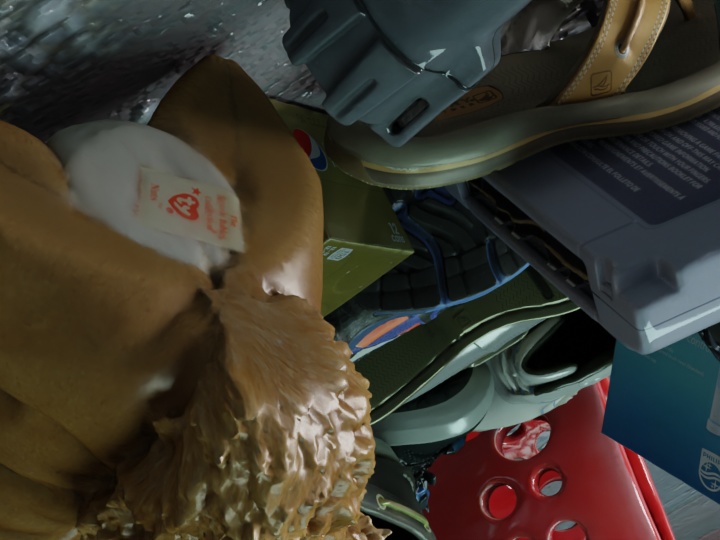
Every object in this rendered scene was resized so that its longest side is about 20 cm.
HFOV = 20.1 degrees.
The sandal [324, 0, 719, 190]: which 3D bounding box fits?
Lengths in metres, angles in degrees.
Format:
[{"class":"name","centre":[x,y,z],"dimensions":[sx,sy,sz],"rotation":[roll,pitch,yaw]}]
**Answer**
[{"class":"sandal","centre":[0.078,-0.083,0.754],"dimensions":[0.198,0.080,0.054],"rotation":[-17,118,-18]}]

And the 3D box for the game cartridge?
[{"class":"game cartridge","centre":[0.116,-0.040,0.756],"dimensions":[0.132,0.200,0.041],"rotation":[-26,118,-9]}]

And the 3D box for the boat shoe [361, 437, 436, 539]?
[{"class":"boat shoe","centre":[-0.046,0.109,0.910],"dimensions":[0.200,0.060,0.072],"rotation":[7,124,-43]}]

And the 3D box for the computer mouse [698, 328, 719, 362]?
[{"class":"computer mouse","centre":[0.210,0.027,0.866],"dimensions":[0.199,0.034,0.059],"rotation":[7,107,-43]}]

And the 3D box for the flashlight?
[{"class":"flashlight","centre":[0.048,-0.120,0.609],"dimensions":[0.068,0.068,0.200],"rotation":[20,141,-32]}]

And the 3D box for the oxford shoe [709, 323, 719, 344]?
[{"class":"oxford shoe","centre":[0.224,-0.036,0.794],"dimensions":[0.084,0.073,0.200],"rotation":[6,-130,53]}]

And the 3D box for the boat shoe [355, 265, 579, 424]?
[{"class":"boat shoe","centre":[0.056,0.002,0.958],"dimensions":[0.199,0.075,0.068],"rotation":[-30,-178,1]}]

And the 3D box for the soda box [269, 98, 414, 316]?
[{"class":"soda box","centre":[-0.081,0.018,0.794],"dimensions":[0.199,0.064,0.068],"rotation":[-35,160,23]}]

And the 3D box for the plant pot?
[{"class":"plant pot","centre":[0.098,0.167,1.268],"dimensions":[0.181,0.202,0.200],"rotation":[-21,164,10]}]

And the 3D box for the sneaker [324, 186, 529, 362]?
[{"class":"sneaker","centre":[0.000,0.000,0.869],"dimensions":[0.199,0.076,0.078],"rotation":[-29,178,0]}]

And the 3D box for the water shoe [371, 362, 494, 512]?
[{"class":"water shoe","centre":[0.018,0.095,1.052],"dimensions":[0.071,0.079,0.199],"rotation":[-38,-171,-31]}]

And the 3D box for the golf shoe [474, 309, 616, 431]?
[{"class":"golf shoe","centre":[0.089,0.033,1.021],"dimensions":[0.200,0.079,0.097],"rotation":[-34,175,40]}]

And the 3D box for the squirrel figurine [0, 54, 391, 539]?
[{"class":"squirrel figurine","centre":[-0.082,0.056,0.672],"dimensions":[0.141,0.200,0.187],"rotation":[-19,150,-45]}]

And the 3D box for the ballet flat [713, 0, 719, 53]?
[{"class":"ballet flat","centre":[0.135,-0.134,0.659],"dimensions":[0.067,0.069,0.201],"rotation":[1,131,11]}]

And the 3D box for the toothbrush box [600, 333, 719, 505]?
[{"class":"toothbrush box","centre":[0.199,-0.013,0.920],"dimensions":[0.145,0.085,0.202],"rotation":[-15,121,-37]}]
